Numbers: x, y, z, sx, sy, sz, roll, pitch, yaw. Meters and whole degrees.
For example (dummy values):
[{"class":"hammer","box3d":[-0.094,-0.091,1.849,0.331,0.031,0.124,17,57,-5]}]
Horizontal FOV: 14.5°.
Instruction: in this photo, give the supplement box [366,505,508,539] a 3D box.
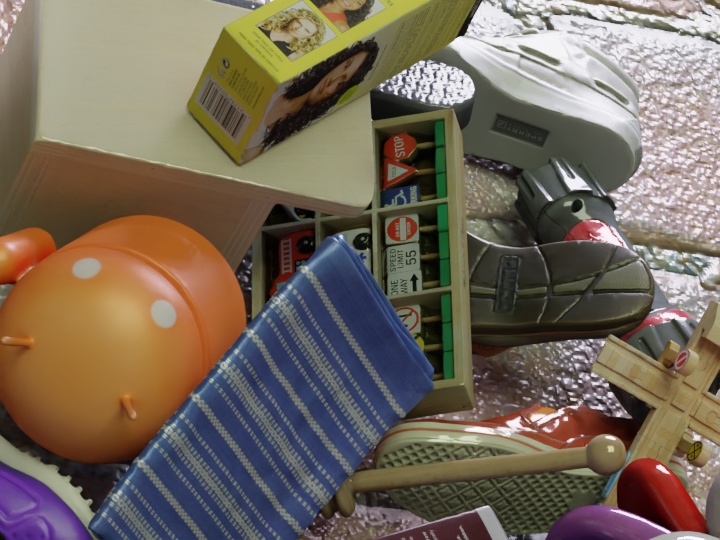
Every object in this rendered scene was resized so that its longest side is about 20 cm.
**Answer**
[{"class":"supplement box","box3d":[-0.019,0.193,1.472,0.199,0.109,0.061,-13,62,-34]}]

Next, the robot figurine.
[{"class":"robot figurine","box3d":[-0.125,0.036,1.503,0.200,0.116,0.145,-44,117,-75]}]

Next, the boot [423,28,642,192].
[{"class":"boot","box3d":[0.086,-0.120,1.799,0.199,0.074,0.096,25,34,-10]}]

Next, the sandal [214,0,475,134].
[{"class":"sandal","box3d":[-0.031,-0.114,1.724,0.199,0.043,0.076,19,34,10]}]

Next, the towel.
[{"class":"towel","box3d":[-0.046,0.092,1.472,0.024,0.145,0.200,29,72,36]}]

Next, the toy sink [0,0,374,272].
[{"class":"toy sink","box3d":[-0.105,-0.073,1.629,0.199,0.112,0.131,11,52,-19]}]

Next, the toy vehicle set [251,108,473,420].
[{"class":"toy vehicle set","box3d":[0.000,0.000,1.638,0.123,0.027,0.201,-9,52,11]}]

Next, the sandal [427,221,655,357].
[{"class":"sandal","box3d":[0.075,0.016,1.656,0.199,0.055,0.082,1,54,15]}]

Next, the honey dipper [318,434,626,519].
[{"class":"honey dipper","box3d":[0.046,0.108,1.545,0.199,0.038,0.038,-8,52,11]}]

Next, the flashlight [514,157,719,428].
[{"class":"flashlight","box3d":[0.148,0.009,1.692,0.068,0.068,0.200,-18,46,-12]}]

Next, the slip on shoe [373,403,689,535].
[{"class":"slip on shoe","box3d":[0.094,0.108,1.623,0.199,0.074,0.061,4,40,-27]}]

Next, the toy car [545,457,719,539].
[{"class":"toy car","box3d":[0.169,0.171,1.510,0.150,0.176,0.200,34,55,28]}]

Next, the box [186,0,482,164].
[{"class":"box","box3d":[-0.006,-0.135,1.601,0.050,0.075,0.200,45,50,13]}]

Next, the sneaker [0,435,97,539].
[{"class":"sneaker","box3d":[-0.218,0.124,1.460,0.200,0.070,0.099,41,55,13]}]

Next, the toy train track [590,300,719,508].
[{"class":"toy train track","box3d":[0.163,0.112,1.590,0.114,0.033,0.201,29,90,-22]}]
